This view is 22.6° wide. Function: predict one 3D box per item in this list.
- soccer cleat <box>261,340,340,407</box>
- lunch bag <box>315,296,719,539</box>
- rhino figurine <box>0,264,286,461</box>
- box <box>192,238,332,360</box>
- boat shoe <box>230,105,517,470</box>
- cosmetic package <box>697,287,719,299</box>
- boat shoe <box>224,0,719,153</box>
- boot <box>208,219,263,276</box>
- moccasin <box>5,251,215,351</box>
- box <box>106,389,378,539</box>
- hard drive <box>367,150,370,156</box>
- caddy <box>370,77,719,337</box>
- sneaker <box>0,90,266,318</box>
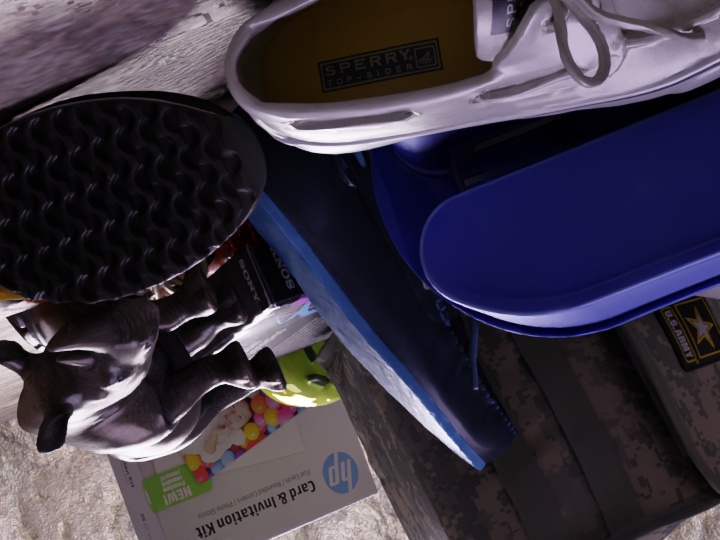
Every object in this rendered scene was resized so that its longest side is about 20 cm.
[{"bbox_3d":[-0.043,0.049,1.041,0.084,0.065,0.200,-27,-175,11],"label":"soccer cleat"},{"bbox_3d":[0.105,0.062,0.881,0.200,0.164,0.118,-24,169,-15],"label":"lunch bag"},{"bbox_3d":[-0.089,0.040,0.696,0.087,0.060,0.200,-27,171,3],"label":"rhino figurine"},{"bbox_3d":[0.000,0.000,0.879,0.200,0.036,0.143,-21,170,-35],"label":"box"},{"bbox_3d":[0.019,0.002,0.751,0.069,0.200,0.084,-42,-146,-10],"label":"boat shoe"},{"bbox_3d":[0.158,-0.052,0.829,0.200,0.081,0.113,11,131,-36],"label":"cosmetic package"},{"bbox_3d":[0.050,-0.087,0.557,0.202,0.075,0.086,-12,177,14],"label":"boat shoe"},{"bbox_3d":[-0.049,-0.024,0.950,0.200,0.075,0.107,-20,172,-1],"label":"boot"},{"bbox_3d":[-0.109,-0.008,0.796,0.078,0.074,0.201,-36,170,12],"label":"moccasin"},{"bbox_3d":[-0.092,0.074,1.130,0.156,0.200,0.041,-18,178,-35],"label":"box"},{"bbox_3d":[0.099,-0.073,0.905,0.200,0.025,0.132,3,164,-32],"label":"hard drive"},{"bbox_3d":[0.094,-0.058,0.646,0.200,0.142,0.105,-21,172,13],"label":"caddy"},{"bbox_3d":[-0.125,-0.018,0.650,0.200,0.070,0.090,-22,-168,12],"label":"sneaker"}]
